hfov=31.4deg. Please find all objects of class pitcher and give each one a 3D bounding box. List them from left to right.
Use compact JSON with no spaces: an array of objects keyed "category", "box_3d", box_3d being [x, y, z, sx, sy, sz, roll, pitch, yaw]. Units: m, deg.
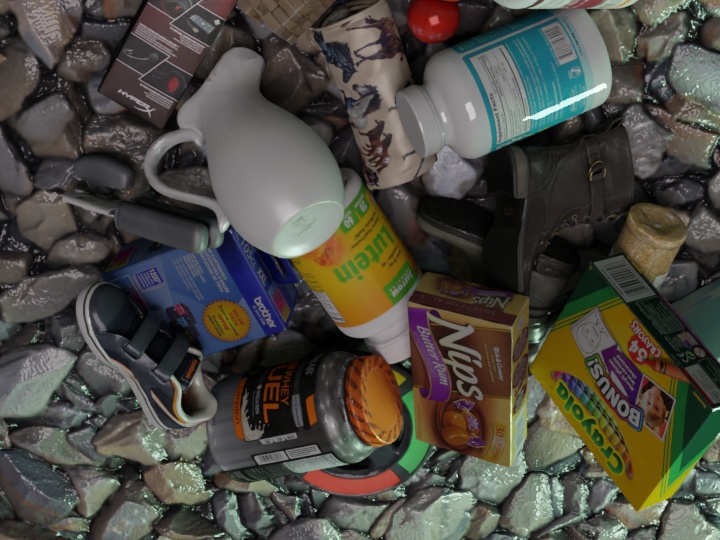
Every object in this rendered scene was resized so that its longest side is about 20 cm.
[{"category":"pitcher","box_3d":[-0.118,-0.096,1.271,0.171,0.201,0.121,-40,153,11]}]

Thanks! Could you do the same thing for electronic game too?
[{"category":"electronic game","box_3d":[-0.008,0.184,1.511,0.197,0.042,0.202,0,117,0]}]

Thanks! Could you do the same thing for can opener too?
[{"category":"can opener","box_3d":[-0.229,-0.073,1.329,0.198,0.053,0.068,16,110,30]}]

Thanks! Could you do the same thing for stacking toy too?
[{"category":"stacking toy","box_3d":[0.093,-0.314,1.240,0.084,0.086,0.202,11,122,-5]}]

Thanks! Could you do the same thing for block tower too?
[{"category":"block tower","box_3d":[-0.026,-0.304,1.227,0.200,0.054,0.058,-42,78,9]}]

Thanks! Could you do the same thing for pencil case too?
[{"category":"pencil case","box_3d":[0.014,-0.177,1.307,0.089,0.078,0.202,-6,119,28]}]

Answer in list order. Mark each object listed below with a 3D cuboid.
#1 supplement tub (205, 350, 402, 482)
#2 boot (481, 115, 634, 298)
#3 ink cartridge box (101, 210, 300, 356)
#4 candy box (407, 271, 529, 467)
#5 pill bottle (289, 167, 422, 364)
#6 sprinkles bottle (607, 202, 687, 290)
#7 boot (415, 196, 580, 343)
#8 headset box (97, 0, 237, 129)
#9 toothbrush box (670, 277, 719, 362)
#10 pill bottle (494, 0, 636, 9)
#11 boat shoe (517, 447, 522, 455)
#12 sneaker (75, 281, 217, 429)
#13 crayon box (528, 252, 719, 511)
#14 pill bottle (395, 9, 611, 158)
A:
[{"category":"supplement tub","box_3d":[-0.061,0.159,1.405,0.198,0.123,0.123,-15,117,26]},{"category":"boot","box_3d":[0.217,-0.055,1.336,0.172,0.069,0.203,-8,108,-28]},{"category":"ink cartridge box","box_3d":[-0.159,0.012,1.389,0.198,0.077,0.137,-20,116,20]},{"category":"candy box","box_3d":[0.115,0.106,1.346,0.116,0.057,0.202,14,133,22]},{"category":"pill bottle","box_3d":[0.000,0.000,1.378,0.110,0.111,0.201,-29,114,14]},{"category":"sprinkles bottle","box_3d":[0.288,0.023,1.391,0.067,0.069,0.201,13,128,-6]},{"category":"boot","box_3d":[0.133,0.008,1.410,0.198,0.068,0.131,21,121,-9]},{"category":"headset box","box_3d":[-0.165,-0.259,1.226,0.075,0.149,0.201,29,114,-15]},{"category":"toothbrush box","box_3d":[0.405,0.081,1.398,0.199,0.147,0.086,-29,113,14]},{"category":"pill bottle","box_3d":[0.173,-0.299,1.173,0.198,0.114,0.115,-8,124,-37]},{"category":"boat shoe","box_3d":[0.152,0.111,1.442,0.070,0.091,0.202,-1,122,6]},{"category":"sneaker","box_3d":[-0.218,0.087,1.353,0.079,0.079,0.201,-6,131,32]},{"category":"crayon box","box_3d":[0.279,0.115,1.322,0.058,0.201,0.173,-12,142,-33]},{"category":"pill bottle","box_3d":[0.138,-0.180,1.257,0.198,0.111,0.112,-23,116,-8]}]
